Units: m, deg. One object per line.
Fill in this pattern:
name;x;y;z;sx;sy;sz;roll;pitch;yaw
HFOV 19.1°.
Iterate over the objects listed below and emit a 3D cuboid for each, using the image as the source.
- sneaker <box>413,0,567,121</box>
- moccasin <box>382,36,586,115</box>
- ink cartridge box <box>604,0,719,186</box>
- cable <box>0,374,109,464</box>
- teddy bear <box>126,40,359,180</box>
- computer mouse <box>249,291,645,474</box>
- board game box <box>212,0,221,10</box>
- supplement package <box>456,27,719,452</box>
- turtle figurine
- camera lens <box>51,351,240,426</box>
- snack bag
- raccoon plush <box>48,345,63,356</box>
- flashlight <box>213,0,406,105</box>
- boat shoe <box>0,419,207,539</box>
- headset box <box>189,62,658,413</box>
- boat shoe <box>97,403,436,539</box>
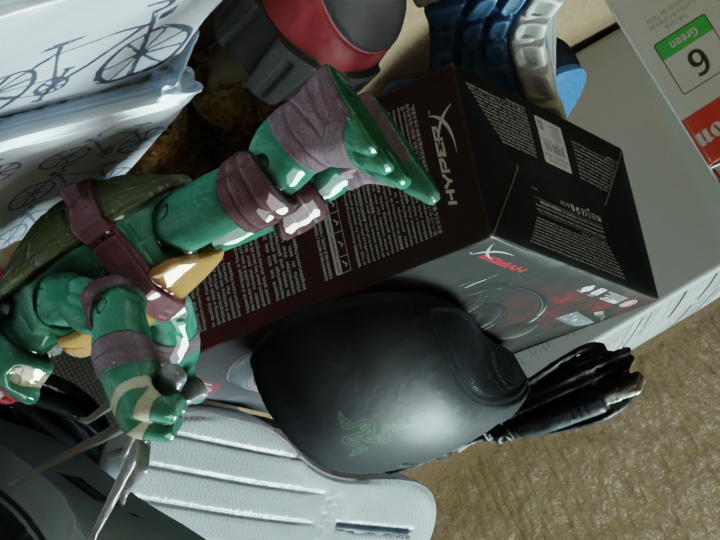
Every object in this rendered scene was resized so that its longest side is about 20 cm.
sneaker;0.053;-0.129;0.890;0.074;0.087;0.201;0;142;-2
moccasin;0.031;-0.063;1.094;0.080;0.068;0.200;-6;152;-48
ink cartridge box;0.177;-0.084;1.038;0.050;0.201;0.109;-33;168;10
cable;-0.177;0.111;0.921;0.162;0.201;0.051;-6;-161;-11
teddy bear;-0.061;-0.042;0.938;0.144;0.067;0.200;-25;166;-18
computer mouse;0.028;0.057;0.874;0.138;0.053;0.200;-18;160;22
board game box;-0.163;-0.048;0.708;0.200;0.044;0.199;-40;166;35
supplement package;0.110;-0.017;1.262;0.199;0.152;0.151;-29;169;-10
turtle figurine;-0.070;0.010;0.739;0.200;0.101;0.150;-37;-173;9
camera lens;-0.128;0.110;1.062;0.159;0.201;0.160;-30;169;-6
snack bag;-0.123;-0.041;0.679;0.188;0.021;0.200;-24;167;-40
raccoon plush;-0.208;0.051;0.831;0.133;0.097;0.200;6;-165;32
flashlight;0.025;-0.135;0.768;0.068;0.068;0.200;-17;162;-47
boat shoe;-0.110;0.131;0.822;0.071;0.200;0.091;18;95;-33
headset box;0.000;0.000;0.894;0.199;0.075;0.148;-22;158;27
boat shoe;-0.052;0.101;0.963;0.200;0.071;0.072;23;86;-47
